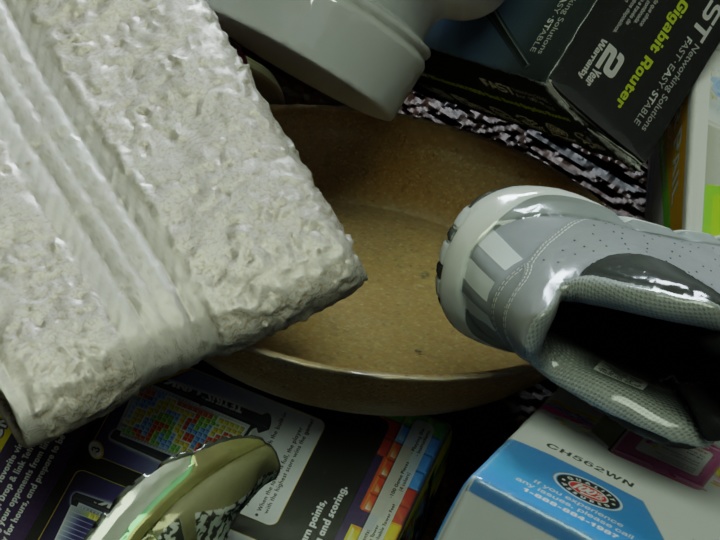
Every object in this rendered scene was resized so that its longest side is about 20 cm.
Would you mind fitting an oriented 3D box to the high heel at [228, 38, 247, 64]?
[{"bbox_3d":[-0.130,-0.032,1.067,0.199,0.067,0.096,-8,68,-20],"label":"high heel"}]

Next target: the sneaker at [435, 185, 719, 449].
[{"bbox_3d":[0.129,0.030,0.971,0.199,0.075,0.116,7,17,-18],"label":"sneaker"}]

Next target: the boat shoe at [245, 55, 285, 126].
[{"bbox_3d":[-0.128,-0.081,1.157,0.199,0.072,0.065,6,34,-12],"label":"boat shoe"}]

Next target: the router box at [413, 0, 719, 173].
[{"bbox_3d":[0.095,-0.148,1.140,0.150,0.062,0.200,23,79,54],"label":"router box"}]

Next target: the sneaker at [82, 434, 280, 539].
[{"bbox_3d":[-0.074,0.141,0.951,0.089,0.077,0.200,36,64,3],"label":"sneaker"}]

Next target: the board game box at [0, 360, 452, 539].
[{"bbox_3d":[-0.081,0.113,1.036,0.165,0.057,0.200,21,56,10],"label":"board game box"}]

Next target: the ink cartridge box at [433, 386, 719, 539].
[{"bbox_3d":[0.107,0.106,0.984,0.144,0.085,0.200,27,17,10],"label":"ink cartridge box"}]

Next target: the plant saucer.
[{"bbox_3d":[0.000,0.000,1.082,0.200,0.036,0.200,7,29,-4],"label":"plant saucer"}]

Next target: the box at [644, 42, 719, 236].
[{"bbox_3d":[0.169,-0.037,1.141,0.112,0.101,0.200,9,55,-1],"label":"box"}]

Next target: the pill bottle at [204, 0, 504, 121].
[{"bbox_3d":[0.025,-0.160,1.076,0.111,0.111,0.200,28,87,13],"label":"pill bottle"}]

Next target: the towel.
[{"bbox_3d":[-0.098,-0.045,1.017,0.132,0.035,0.200,-25,62,-14],"label":"towel"}]
